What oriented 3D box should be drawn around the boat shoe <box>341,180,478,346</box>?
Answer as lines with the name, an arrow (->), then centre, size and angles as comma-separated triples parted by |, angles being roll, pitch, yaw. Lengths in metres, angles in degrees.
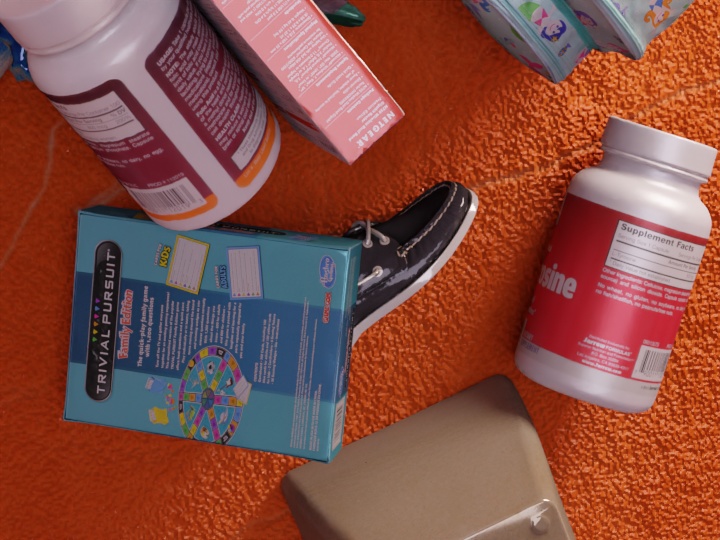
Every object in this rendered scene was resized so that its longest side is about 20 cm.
boat shoe -> 0.000, 0.000, 1.162 | 0.200, 0.074, 0.060 | -43, 110, 7

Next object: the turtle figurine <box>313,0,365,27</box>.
turtle figurine -> -0.011, -0.280, 1.095 | 0.149, 0.100, 0.203 | 19, 80, -57

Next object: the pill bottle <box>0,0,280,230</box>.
pill bottle -> -0.145, -0.130, 1.034 | 0.114, 0.114, 0.200 | -39, 132, -3

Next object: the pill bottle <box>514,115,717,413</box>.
pill bottle -> 0.194, -0.006, 1.178 | 0.111, 0.112, 0.203 | 16, 96, -14

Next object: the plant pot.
plant pot -> 0.079, 0.224, 1.163 | 0.198, 0.177, 0.202 | -24, 104, -7

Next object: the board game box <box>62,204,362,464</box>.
board game box -> -0.105, 0.043, 1.121 | 0.197, 0.047, 0.153 | 8, 99, 11

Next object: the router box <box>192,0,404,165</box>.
router box -> -0.065, -0.163, 1.050 | 0.049, 0.200, 0.180 | -41, 107, -2

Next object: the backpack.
backpack -> 0.137, -0.221, 1.076 | 0.151, 0.200, 0.178 | -46, 111, -1

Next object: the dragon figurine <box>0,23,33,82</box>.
dragon figurine -> -0.230, -0.183, 1.083 | 0.199, 0.059, 0.100 | -34, 105, -5
